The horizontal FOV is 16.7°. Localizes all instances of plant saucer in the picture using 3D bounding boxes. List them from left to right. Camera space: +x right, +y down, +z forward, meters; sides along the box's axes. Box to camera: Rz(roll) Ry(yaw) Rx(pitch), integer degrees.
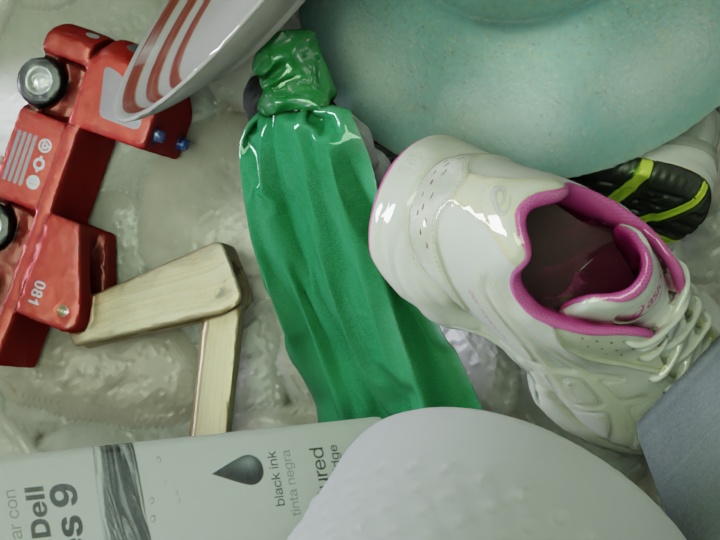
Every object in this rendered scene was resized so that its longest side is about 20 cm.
[{"bbox_3d":[0.068,-0.130,0.955,0.200,0.039,0.202,-7,61,12],"label":"plant saucer"}]

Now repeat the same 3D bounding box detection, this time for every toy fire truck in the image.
[{"bbox_3d":[-0.098,0.010,1.029,0.141,0.049,0.201,21,92,15],"label":"toy fire truck"}]

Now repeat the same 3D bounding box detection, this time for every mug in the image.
[{"bbox_3d":[0.040,0.158,0.798,0.200,0.175,0.148,1,130,34],"label":"mug"}]

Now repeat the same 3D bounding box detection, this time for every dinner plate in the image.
[{"bbox_3d":[-0.028,-0.133,0.953,0.024,0.200,0.200,36,98,-15],"label":"dinner plate"}]

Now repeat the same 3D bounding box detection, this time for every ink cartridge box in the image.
[{"bbox_3d":[-0.082,0.140,0.912,0.084,0.200,0.146,-25,72,58],"label":"ink cartridge box"}]

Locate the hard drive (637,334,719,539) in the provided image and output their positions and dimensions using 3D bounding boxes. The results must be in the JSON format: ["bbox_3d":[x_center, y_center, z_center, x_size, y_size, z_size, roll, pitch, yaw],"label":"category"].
[{"bbox_3d":[0.178,0.048,0.816,0.200,0.033,0.140,-52,40,37],"label":"hard drive"}]

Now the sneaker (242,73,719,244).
[{"bbox_3d":[0.050,-0.062,0.991,0.199,0.075,0.077,10,62,17],"label":"sneaker"}]

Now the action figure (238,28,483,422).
[{"bbox_3d":[0.000,0.000,0.954,0.118,0.055,0.200,3,120,45],"label":"action figure"}]

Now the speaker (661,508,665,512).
[{"bbox_3d":[0.181,0.144,0.906,0.199,0.081,0.081,11,90,15],"label":"speaker"}]

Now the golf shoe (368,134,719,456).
[{"bbox_3d":[0.095,0.020,0.908,0.091,0.200,0.075,7,70,57],"label":"golf shoe"}]
